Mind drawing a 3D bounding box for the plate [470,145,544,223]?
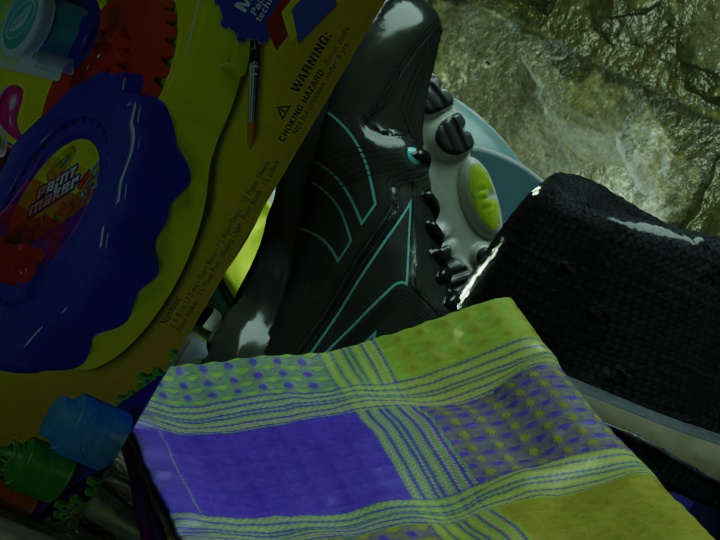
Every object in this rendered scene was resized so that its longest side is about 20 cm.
[{"bbox_3d":[0.043,0.042,1.118,0.200,0.201,0.026,30,-22,-32],"label":"plate"}]

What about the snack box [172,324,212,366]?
[{"bbox_3d":[0.003,0.092,0.935,0.142,0.053,0.200,28,4,-35],"label":"snack box"}]

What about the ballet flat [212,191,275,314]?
[{"bbox_3d":[-0.050,-0.049,1.005,0.067,0.067,0.200,48,11,-44],"label":"ballet flat"}]

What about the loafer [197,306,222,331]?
[{"bbox_3d":[-0.087,0.033,1.057,0.200,0.063,0.072,30,-1,-19],"label":"loafer"}]

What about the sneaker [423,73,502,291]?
[{"bbox_3d":[0.028,0.000,1.042,0.080,0.077,0.201,-11,-79,61],"label":"sneaker"}]

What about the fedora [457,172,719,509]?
[{"bbox_3d":[0.101,0.022,0.907,0.200,0.092,0.201,23,3,-1],"label":"fedora"}]

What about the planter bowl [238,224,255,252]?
[{"bbox_3d":[-0.121,-0.042,0.885,0.200,0.200,0.135,30,-27,16],"label":"planter bowl"}]

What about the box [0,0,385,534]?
[{"bbox_3d":[-0.126,-0.064,0.670,0.192,0.200,0.122,29,2,-42],"label":"box"}]

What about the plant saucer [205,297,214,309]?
[{"bbox_3d":[-0.148,-0.044,1.080,0.200,0.032,0.200,25,-17,8],"label":"plant saucer"}]

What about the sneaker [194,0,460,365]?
[{"bbox_3d":[0.000,0.000,0.831,0.079,0.201,0.075,17,-16,6],"label":"sneaker"}]

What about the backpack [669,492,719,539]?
[{"bbox_3d":[0.183,0.135,1.022,0.162,0.168,0.200,22,8,-31],"label":"backpack"}]

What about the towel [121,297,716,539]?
[{"bbox_3d":[0.009,0.057,0.675,0.143,0.023,0.200,-8,22,-11],"label":"towel"}]

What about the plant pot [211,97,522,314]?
[{"bbox_3d":[-0.018,0.015,1.192,0.200,0.201,0.134,30,28,7],"label":"plant pot"}]
